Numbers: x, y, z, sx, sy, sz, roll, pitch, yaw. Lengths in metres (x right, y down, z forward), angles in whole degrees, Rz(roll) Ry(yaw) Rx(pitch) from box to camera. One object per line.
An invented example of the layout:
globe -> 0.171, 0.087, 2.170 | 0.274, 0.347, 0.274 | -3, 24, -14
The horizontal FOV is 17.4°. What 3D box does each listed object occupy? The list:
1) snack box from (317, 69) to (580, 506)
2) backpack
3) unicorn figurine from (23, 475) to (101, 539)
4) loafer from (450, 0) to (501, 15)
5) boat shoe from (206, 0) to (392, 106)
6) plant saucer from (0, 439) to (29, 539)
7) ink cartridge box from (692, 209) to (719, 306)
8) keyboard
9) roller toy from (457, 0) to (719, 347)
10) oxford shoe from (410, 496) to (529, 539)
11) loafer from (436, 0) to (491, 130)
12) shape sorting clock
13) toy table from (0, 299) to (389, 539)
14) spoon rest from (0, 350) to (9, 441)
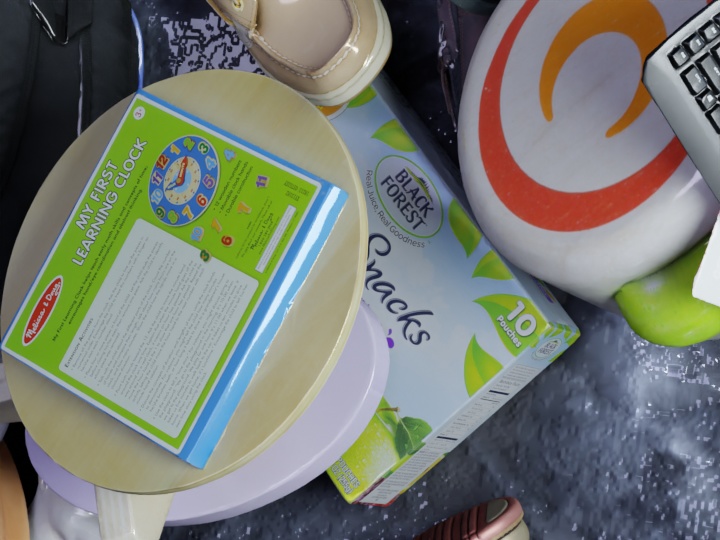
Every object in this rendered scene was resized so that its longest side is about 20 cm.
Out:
snack box -> 0.000, 0.000, 1.219 | 0.142, 0.053, 0.200 | -42, 68, 14
backpack -> -0.215, -0.071, 1.262 | 0.146, 0.182, 0.202 | 1, 80, 40
unicorn figurine -> -0.151, 0.143, 1.262 | 0.200, 0.074, 0.138 | -39, 70, 16
loafer -> 0.093, -0.218, 1.162 | 0.063, 0.072, 0.201 | -30, 37, 60
boat shoe -> -0.054, -0.155, 1.222 | 0.074, 0.069, 0.200 | -48, 44, 7
plant saucer -> -0.254, 0.168, 1.294 | 0.199, 0.037, 0.202 | -12, 73, 44
ink cartridge box -> 0.244, -0.038, 1.038 | 0.164, 0.199, 0.057 | -71, 19, 2
keyboard -> 0.207, -0.037, 0.977 | 0.104, 0.200, 0.040 | -41, 22, -9
roller toy -> 0.151, -0.068, 1.095 | 0.182, 0.139, 0.201 | 24, 91, 47
oxford shoe -> 0.019, 0.194, 1.190 | 0.200, 0.070, 0.075 | -42, 93, 15
loafer -> 0.068, -0.126, 1.204 | 0.063, 0.072, 0.202 | -14, 70, 44
shape sorting clock -> -0.082, 0.004, 1.072 | 0.199, 0.039, 0.201 | -9, 70, 26
toy table -> -0.100, 0.051, 1.158 | 0.199, 0.117, 0.185 | -28, 68, 16
spoon rest -> -0.248, 0.117, 1.233 | 0.099, 0.061, 0.201 | 11, 59, 37
